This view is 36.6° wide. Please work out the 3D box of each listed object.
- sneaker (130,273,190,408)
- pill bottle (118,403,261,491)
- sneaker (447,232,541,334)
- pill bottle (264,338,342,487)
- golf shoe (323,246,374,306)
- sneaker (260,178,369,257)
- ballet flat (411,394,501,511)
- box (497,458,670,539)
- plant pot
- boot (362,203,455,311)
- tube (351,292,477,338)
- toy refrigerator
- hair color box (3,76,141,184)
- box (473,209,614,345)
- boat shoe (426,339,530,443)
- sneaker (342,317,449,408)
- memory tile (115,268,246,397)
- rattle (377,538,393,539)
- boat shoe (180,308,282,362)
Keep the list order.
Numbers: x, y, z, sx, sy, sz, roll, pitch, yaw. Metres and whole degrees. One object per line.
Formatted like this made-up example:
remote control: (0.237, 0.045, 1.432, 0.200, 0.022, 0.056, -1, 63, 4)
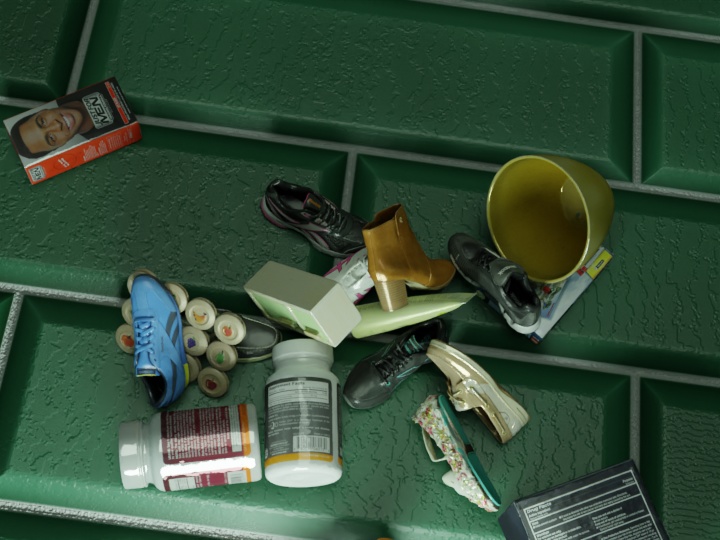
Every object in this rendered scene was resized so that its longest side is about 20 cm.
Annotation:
sneaker: (-0.306, 0.107, 1.614, 0.065, 0.202, 0.078, -2, 19, 23)
pill bottle: (-0.247, 0.260, 1.589, 0.198, 0.114, 0.115, -5, 67, -7)
sneaker: (0.216, 0.005, 1.707, 0.066, 0.091, 0.200, -36, 73, -18)
pill bottle: (-0.085, 0.212, 1.622, 0.115, 0.117, 0.202, 0, 66, -4)
golf shoe: (0.000, 0.000, 1.734, 0.199, 0.092, 0.073, -36, 74, -16)
sneaker: (-0.071, -0.087, 1.768, 0.198, 0.086, 0.081, 19, 68, 3)
ballet flat: (0.142, 0.283, 1.645, 0.064, 0.076, 0.201, -35, 66, 15)
box: (0.332, 0.405, 1.566, 0.198, 0.123, 0.200, -16, 70, -13)
plant pot: (0.319, -0.095, 1.722, 0.141, 0.200, 0.201, -19, 66, -41)
boot: (0.078, -0.035, 1.679, 0.201, 0.070, 0.145, -29, 112, -51)
tube: (0.079, 0.063, 1.687, 0.198, 0.052, 0.058, -14, 46, 20)
toy refrigerator: (-0.092, 0.050, 1.649, 0.070, 0.076, 0.199, -45, 32, -20)
hair color box: (-0.477, -0.234, 1.814, 0.199, 0.061, 0.102, -26, 72, -14)
box: (0.301, 0.005, 1.784, 0.136, 0.038, 0.200, 40, 70, 13)
boat shoe: (0.169, 0.186, 1.654, 0.200, 0.074, 0.069, 42, 79, -10)
sneaker: (0.054, 0.136, 1.686, 0.199, 0.079, 0.076, -37, 74, -17)
memory tile: (-0.275, 0.096, 1.651, 0.199, 0.154, 0.017, 26, 27, 8)
rattle: (-0.037, 0.452, 1.513, 0.198, 0.143, 0.132, -11, 86, -16)
boat shoe: (-0.221, 0.094, 1.688, 0.199, 0.066, 0.072, 9, 66, 0)
